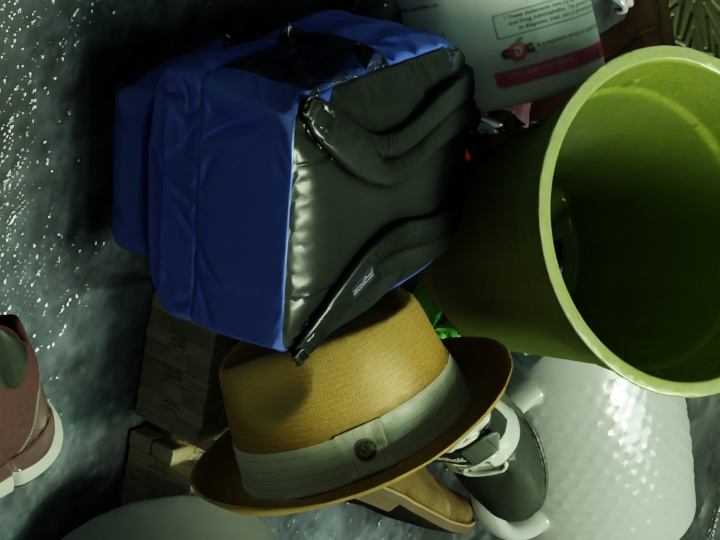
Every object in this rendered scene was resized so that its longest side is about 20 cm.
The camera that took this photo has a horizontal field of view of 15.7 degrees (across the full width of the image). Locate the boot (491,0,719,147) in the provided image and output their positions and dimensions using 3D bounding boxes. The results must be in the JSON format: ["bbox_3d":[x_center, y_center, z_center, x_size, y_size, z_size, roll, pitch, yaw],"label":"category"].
[{"bbox_3d":[0.160,-0.149,1.748,0.066,0.200,0.176,18,59,-28],"label":"boot"}]

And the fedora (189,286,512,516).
[{"bbox_3d":[-0.014,0.064,1.500,0.200,0.200,0.082,-38,114,-39],"label":"fedora"}]

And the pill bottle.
[{"bbox_3d":[0.071,-0.200,1.557,0.113,0.113,0.201,-23,102,-49],"label":"pill bottle"}]

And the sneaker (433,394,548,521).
[{"bbox_3d":[0.061,0.102,1.766,0.201,0.074,0.089,61,31,-21],"label":"sneaker"}]

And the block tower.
[{"bbox_3d":[-0.103,0.101,1.587,0.058,0.054,0.201,-13,120,-53],"label":"block tower"}]

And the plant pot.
[{"bbox_3d":[0.134,-0.021,1.559,0.199,0.190,0.201,3,84,-31],"label":"plant pot"}]

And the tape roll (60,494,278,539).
[{"bbox_3d":[-0.121,0.232,1.555,0.199,0.066,0.201,-16,129,-20],"label":"tape roll"}]

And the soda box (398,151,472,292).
[{"bbox_3d":[0.000,0.000,1.673,0.201,0.063,0.070,-59,149,-15],"label":"soda box"}]

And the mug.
[{"bbox_3d":[0.150,0.117,1.901,0.200,0.147,0.176,-33,128,-36],"label":"mug"}]

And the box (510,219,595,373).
[{"bbox_3d":[0.152,-0.020,1.767,0.159,0.046,0.200,-45,-176,10],"label":"box"}]

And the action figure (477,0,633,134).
[{"bbox_3d":[0.088,-0.191,1.687,0.148,0.134,0.201,10,98,-24],"label":"action figure"}]

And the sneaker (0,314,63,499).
[{"bbox_3d":[-0.236,0.087,1.372,0.200,0.075,0.116,-46,139,-48],"label":"sneaker"}]

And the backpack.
[{"bbox_3d":[-0.033,-0.070,1.478,0.200,0.167,0.163,-26,132,-48],"label":"backpack"}]

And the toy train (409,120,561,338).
[{"bbox_3d":[0.084,-0.017,1.678,0.200,0.056,0.042,-55,153,-20],"label":"toy train"}]

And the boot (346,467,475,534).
[{"bbox_3d":[0.030,0.136,1.805,0.200,0.073,0.076,31,71,-57],"label":"boot"}]
